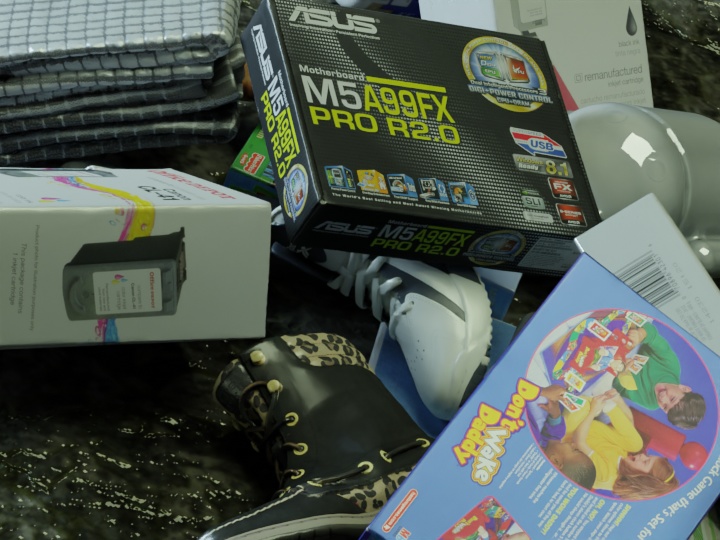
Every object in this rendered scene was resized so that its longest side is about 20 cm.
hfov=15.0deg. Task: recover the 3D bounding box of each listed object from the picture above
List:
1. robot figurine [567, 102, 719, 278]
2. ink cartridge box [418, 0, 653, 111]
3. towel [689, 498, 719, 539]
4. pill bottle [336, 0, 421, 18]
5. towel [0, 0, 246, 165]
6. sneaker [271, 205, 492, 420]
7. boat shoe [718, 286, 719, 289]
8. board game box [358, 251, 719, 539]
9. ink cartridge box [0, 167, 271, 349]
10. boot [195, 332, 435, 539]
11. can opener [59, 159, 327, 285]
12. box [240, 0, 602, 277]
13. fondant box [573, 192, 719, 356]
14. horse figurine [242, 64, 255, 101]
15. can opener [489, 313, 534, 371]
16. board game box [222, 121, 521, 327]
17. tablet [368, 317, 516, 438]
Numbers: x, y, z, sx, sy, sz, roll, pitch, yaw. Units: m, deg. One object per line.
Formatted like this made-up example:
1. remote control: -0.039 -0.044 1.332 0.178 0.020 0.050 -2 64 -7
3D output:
1. robot figurine: 0.185 -0.051 1.801 0.170 0.113 0.200 41 21 30
2. ink cartridge box: 0.118 -0.197 1.909 0.146 0.200 0.083 -11 7 -38
3. towel: 0.172 0.122 1.552 0.023 0.200 0.153 -23 36 14
4. pill bottle: 0.085 -0.240 2.020 0.200 0.120 0.120 6 37 -21
5. towel: -0.169 -0.142 1.736 0.200 0.086 0.166 -6 32 1
6. sneaker: 0.000 0.000 1.645 0.129 0.079 0.199 2 63 -21
7. boat shoe: 0.285 0.088 1.743 0.064 0.071 0.200 -29 61 -10
8. board game box: 0.108 0.107 1.409 0.134 0.045 0.200 38 65 5
9. ink cartridge box: -0.171 -0.010 1.556 0.200 0.086 0.148 -3 12 -29
10. boot: -0.036 0.111 1.517 0.200 0.073 0.151 -15 48 -33
11. can opener: -0.091 -0.038 1.711 0.200 0.053 0.067 10 37 -19
12. box: 0.037 -0.080 1.645 0.200 0.044 0.160 7 52 -28
13. fondant box: 0.206 0.065 1.610 0.058 0.200 0.144 -32 54 3
14. horse figurine: -0.099 -0.150 1.836 0.200 0.050 0.133 10 38 15
15. can opener: 0.100 0.065 1.544 0.053 0.067 0.200 15 26 7
16. board game box: 0.022 -0.052 1.806 0.200 0.037 0.151 24 34 2
17. tablet: 0.063 0.086 1.662 0.130 0.014 0.200 21 35 -2
